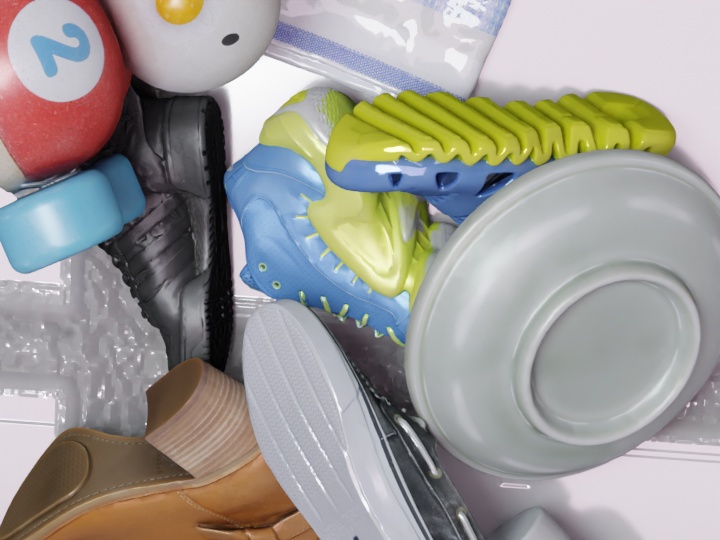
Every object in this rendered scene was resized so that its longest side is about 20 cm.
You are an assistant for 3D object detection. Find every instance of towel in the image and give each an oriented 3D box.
[{"bbox_3d":[0.022,-0.192,1.324,0.146,0.024,0.201,22,100,-1],"label":"towel"}]

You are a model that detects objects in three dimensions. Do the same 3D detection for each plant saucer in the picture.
[{"bbox_3d":[0.122,0.035,1.290,0.199,0.050,0.201,-11,122,-18],"label":"plant saucer"}]

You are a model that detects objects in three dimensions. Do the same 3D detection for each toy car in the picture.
[{"bbox_3d":[-0.111,-0.126,1.223,0.199,0.177,0.185,-23,96,4],"label":"toy car"}]

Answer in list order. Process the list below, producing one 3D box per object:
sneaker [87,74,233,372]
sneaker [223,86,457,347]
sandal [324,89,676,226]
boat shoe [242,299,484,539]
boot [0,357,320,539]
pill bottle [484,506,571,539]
[{"bbox_3d":[-0.127,-0.031,1.344,0.103,0.060,0.201,1,101,11],"label":"sneaker"},{"bbox_3d":[0.000,0.000,1.342,0.105,0.076,0.201,-31,96,26],"label":"sneaker"},{"bbox_3d":[0.073,-0.046,1.294,0.199,0.080,0.088,1,116,-24],"label":"sandal"},{"bbox_3d":[0.005,0.104,1.285,0.072,0.071,0.201,-32,82,45],"label":"boat shoe"},{"bbox_3d":[-0.097,0.145,1.364,0.199,0.074,0.155,-31,122,32],"label":"boot"},{"bbox_3d":[0.134,0.229,1.339,0.111,0.111,0.200,-41,94,9],"label":"pill bottle"}]
